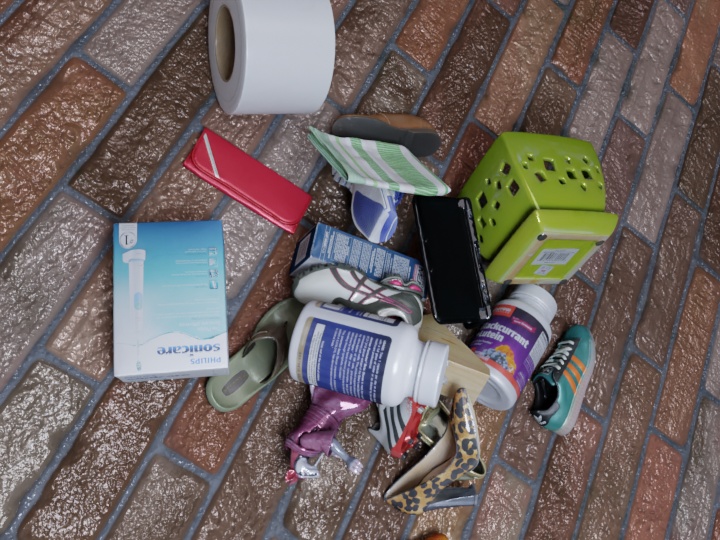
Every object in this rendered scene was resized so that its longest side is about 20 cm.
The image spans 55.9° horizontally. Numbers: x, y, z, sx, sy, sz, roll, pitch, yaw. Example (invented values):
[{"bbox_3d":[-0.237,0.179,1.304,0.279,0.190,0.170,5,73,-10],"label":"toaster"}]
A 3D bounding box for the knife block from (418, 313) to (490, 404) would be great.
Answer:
[{"bbox_3d":[0.073,0.129,1.023,0.174,0.065,0.200,-9,43,-43],"label":"knife block"}]

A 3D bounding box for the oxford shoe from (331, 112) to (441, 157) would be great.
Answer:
[{"bbox_3d":[0.039,-0.242,1.168,0.197,0.072,0.072,4,46,-24],"label":"oxford shoe"}]

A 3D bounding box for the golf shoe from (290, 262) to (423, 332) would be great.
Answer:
[{"bbox_3d":[-0.004,0.046,0.972,0.196,0.078,0.089,7,48,-5],"label":"golf shoe"}]

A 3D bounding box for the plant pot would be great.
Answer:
[{"bbox_3d":[0.294,-0.091,1.133,0.197,0.200,0.184,1,55,-24],"label":"plant pot"}]

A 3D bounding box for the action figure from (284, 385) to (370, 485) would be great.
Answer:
[{"bbox_3d":[-0.054,0.206,0.951,0.149,0.134,0.201,43,60,-8],"label":"action figure"}]

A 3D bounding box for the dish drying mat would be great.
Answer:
[{"bbox_3d":[-0.172,-0.138,1.055,0.198,0.018,0.078,32,64,-14],"label":"dish drying mat"}]

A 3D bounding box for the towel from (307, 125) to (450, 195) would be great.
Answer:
[{"bbox_3d":[0.029,-0.164,1.031,0.197,0.024,0.153,5,33,-37],"label":"towel"}]

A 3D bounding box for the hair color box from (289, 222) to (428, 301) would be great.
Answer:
[{"bbox_3d":[0.000,0.000,1.052,0.197,0.100,0.062,21,66,-19],"label":"hair color box"}]

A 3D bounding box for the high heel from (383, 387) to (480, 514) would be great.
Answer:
[{"bbox_3d":[0.101,0.269,0.997,0.140,0.072,0.204,-4,108,-2],"label":"high heel"}]

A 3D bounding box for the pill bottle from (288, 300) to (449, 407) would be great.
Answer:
[{"bbox_3d":[0.013,0.115,0.898,0.197,0.111,0.113,13,67,14],"label":"pill bottle"}]

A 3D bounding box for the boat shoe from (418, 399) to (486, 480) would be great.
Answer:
[{"bbox_3d":[0.120,0.245,1.062,0.073,0.063,0.202,-38,94,-28],"label":"boat shoe"}]

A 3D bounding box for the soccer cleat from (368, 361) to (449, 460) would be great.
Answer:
[{"bbox_3d":[0.066,0.184,0.991,0.085,0.203,0.068,31,31,28],"label":"soccer cleat"}]

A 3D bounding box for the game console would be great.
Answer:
[{"bbox_3d":[0.135,-0.008,1.094,0.114,0.176,0.204,-7,79,-9],"label":"game console"}]

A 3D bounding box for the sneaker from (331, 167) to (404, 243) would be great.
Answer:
[{"bbox_3d":[0.037,-0.127,1.087,0.114,0.081,0.201,12,35,-32],"label":"sneaker"}]

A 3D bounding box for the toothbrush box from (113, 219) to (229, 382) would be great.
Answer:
[{"bbox_3d":[-0.252,0.042,0.912,0.144,0.085,0.204,-4,76,-11],"label":"toothbrush box"}]

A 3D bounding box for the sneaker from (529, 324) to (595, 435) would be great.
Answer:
[{"bbox_3d":[0.351,0.178,1.185,0.079,0.071,0.203,29,67,-20],"label":"sneaker"}]

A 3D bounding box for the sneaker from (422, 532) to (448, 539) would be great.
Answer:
[{"bbox_3d":[0.048,0.426,0.976,0.198,0.073,0.078,-20,75,-31],"label":"sneaker"}]

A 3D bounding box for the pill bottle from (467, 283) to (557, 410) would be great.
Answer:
[{"bbox_3d":[0.249,0.120,1.130,0.111,0.111,0.201,43,62,-8],"label":"pill bottle"}]

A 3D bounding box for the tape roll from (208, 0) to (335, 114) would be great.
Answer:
[{"bbox_3d":[-0.139,-0.339,1.022,0.137,0.202,0.206,-8,79,-26],"label":"tape roll"}]

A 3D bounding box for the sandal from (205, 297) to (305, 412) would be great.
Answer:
[{"bbox_3d":[-0.137,0.123,0.977,0.080,0.057,0.201,45,63,-7],"label":"sandal"}]
